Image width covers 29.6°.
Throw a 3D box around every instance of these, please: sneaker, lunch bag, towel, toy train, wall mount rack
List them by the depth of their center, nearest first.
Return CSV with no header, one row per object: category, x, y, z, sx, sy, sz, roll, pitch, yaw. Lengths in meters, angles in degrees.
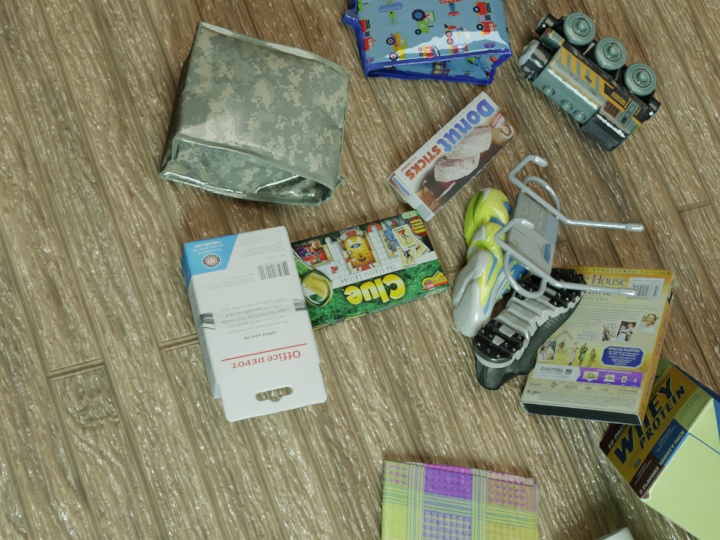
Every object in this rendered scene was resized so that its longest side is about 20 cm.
towel,0.113,0.289,1.504,0.199,0.023,0.144,11,65,-19
lunch bag,-0.112,-0.168,1.547,0.199,0.118,0.165,14,62,-13
sneaker,0.194,0.071,1.602,0.066,0.091,0.200,32,50,24
wall mount rack,0.244,-0.041,1.610,0.173,0.075,0.200,34,44,-16
sneaker,0.173,-0.003,1.627,0.105,0.076,0.201,19,61,-16
lunch bag,0.075,-0.319,1.721,0.199,0.094,0.151,-3,72,-15
toy train,0.300,-0.249,1.790,0.200,0.085,0.114,38,68,-4

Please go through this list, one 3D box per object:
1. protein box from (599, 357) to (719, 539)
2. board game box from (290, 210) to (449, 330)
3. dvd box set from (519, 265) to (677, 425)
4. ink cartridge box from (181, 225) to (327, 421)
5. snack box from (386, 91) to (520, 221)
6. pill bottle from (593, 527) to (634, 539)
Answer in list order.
protein box,0.405,0.225,1.535,0.198,0.200,0.135,34,96,-7
board game box,0.000,0.000,1.579,0.199,0.023,0.105,-16,78,-29
dvd box set,0.283,0.084,1.611,0.029,0.146,0.201,57,44,-46
ink cartridge box,-0.115,0.064,1.462,0.115,0.068,0.201,-10,72,-14
snack box,0.117,-0.143,1.686,0.072,0.024,0.200,46,54,1
pill bottle,0.293,0.391,1.487,0.113,0.113,0.201,-19,76,-29
